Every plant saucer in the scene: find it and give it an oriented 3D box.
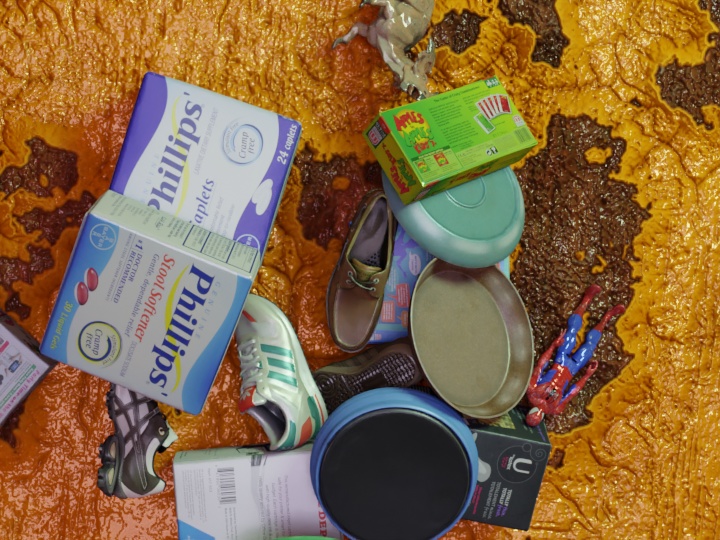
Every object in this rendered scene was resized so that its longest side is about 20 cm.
[{"bbox_3d":[0.119,-0.099,1.667,0.198,0.027,0.202,14,58,-23],"label":"plant saucer"},{"bbox_3d":[0.125,0.077,1.640,0.199,0.034,0.203,14,68,-36],"label":"plant saucer"}]

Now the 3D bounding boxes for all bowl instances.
[{"bbox_3d":[0.039,0.236,1.614,0.198,0.039,0.203,0,109,0],"label":"bowl"}]

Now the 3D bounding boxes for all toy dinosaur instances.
[{"bbox_3d":[0.056,-0.302,1.691,0.135,0.086,0.202,26,74,-15],"label":"toy dinosaur"}]

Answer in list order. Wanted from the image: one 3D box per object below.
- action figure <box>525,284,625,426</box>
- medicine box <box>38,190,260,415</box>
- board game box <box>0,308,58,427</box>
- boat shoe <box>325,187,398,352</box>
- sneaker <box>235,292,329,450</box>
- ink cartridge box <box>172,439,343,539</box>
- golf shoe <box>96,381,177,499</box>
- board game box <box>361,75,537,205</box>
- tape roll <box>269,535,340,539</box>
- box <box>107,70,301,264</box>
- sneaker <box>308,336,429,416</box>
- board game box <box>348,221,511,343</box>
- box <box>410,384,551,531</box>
[{"bbox_3d":[0.255,0.108,1.697,0.065,0.052,0.201,39,68,-9],"label":"action figure"},{"bbox_3d":[-0.238,0.036,1.585,0.198,0.103,0.184,22,106,-4],"label":"medicine box"},{"bbox_3d":[-0.491,0.101,1.676,0.200,0.064,0.148,42,90,-3],"label":"board game box"},{"bbox_3d":[0.000,0.000,1.657,0.071,0.068,0.202,10,92,-2],"label":"boat shoe"},{"bbox_3d":[-0.116,0.124,1.671,0.070,0.093,0.201,-29,86,42],"label":"sneaker"},{"bbox_3d":[-0.124,0.290,1.696,0.198,0.086,0.148,-5,93,-5],"label":"ink cartridge box"},{"bbox_3d":[-0.266,0.176,1.683,0.093,0.078,0.203,5,85,-4],"label":"golf shoe"},{"bbox_3d":[0.108,-0.157,1.646,0.199,0.048,0.102,-22,76,-37],"label":"board game box"},{"bbox_3d":[-0.080,0.384,1.655,0.198,0.201,0.049,-5,53,-4],"label":"tape roll"},{"bbox_3d":[-0.189,-0.117,1.666,0.198,0.105,0.186,17,90,-4],"label":"box"},{"bbox_3d":[0.012,0.130,1.688,0.199,0.075,0.071,-20,97,37],"label":"sneaker"},{"bbox_3d":[0.086,0.013,1.719,0.197,0.045,0.154,-1,92,-3],"label":"board game box"},{"bbox_3d":[0.118,0.224,1.687,0.198,0.106,0.124,12,108,-4],"label":"box"}]
